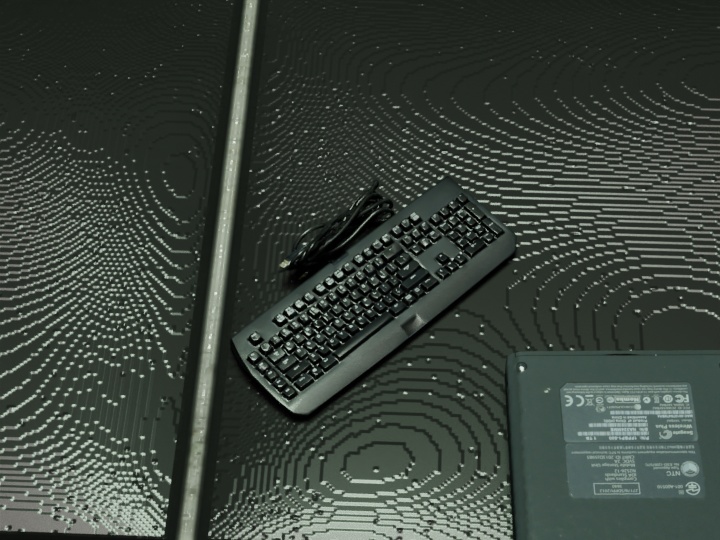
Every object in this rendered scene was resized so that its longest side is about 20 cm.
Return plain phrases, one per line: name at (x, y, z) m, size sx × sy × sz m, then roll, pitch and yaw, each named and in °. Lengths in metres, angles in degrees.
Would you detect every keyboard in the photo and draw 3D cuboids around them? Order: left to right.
keyboard at (0.000, 0.000, 1.158) m, size 0.200 × 0.040 × 0.104 m, roll -37°, pitch 60°, yaw -27°

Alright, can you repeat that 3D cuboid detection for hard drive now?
hard drive at (0.156, 0.135, 1.049) m, size 0.138 × 0.033 × 0.201 m, roll 0°, pitch 51°, yaw 1°
